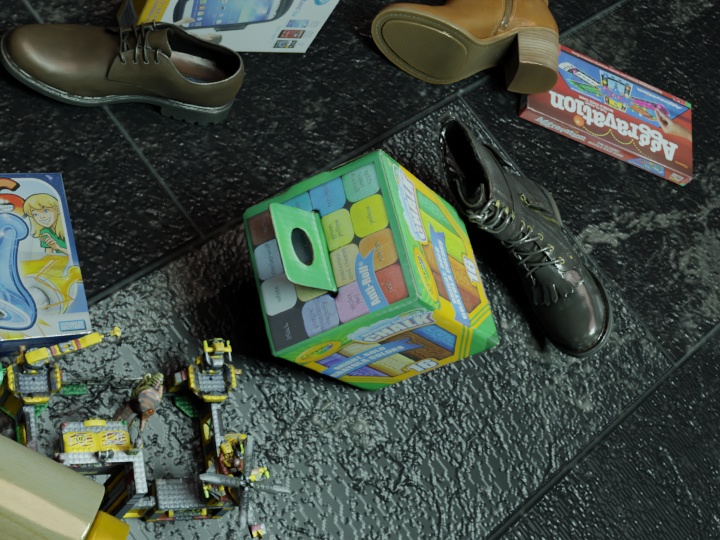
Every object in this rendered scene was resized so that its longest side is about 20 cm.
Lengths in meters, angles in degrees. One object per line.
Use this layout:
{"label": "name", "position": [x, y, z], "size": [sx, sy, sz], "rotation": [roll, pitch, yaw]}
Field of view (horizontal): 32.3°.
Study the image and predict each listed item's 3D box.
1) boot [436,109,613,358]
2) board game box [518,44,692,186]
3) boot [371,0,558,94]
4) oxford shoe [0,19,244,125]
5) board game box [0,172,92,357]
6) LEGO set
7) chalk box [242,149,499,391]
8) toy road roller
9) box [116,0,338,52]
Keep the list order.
{"label": "boot", "position": [0.131, -0.027, 1.057], "size": [0.174, 0.069, 0.200], "rotation": [29, 34, -56]}
{"label": "board game box", "position": [0.256, -0.166, 1.281], "size": [0.200, 0.019, 0.103], "rotation": [20, 57, -17]}
{"label": "boot", "position": [0.100, -0.257, 1.224], "size": [0.200, 0.074, 0.155], "rotation": [14, 51, -20]}
{"label": "oxford shoe", "position": [-0.189, -0.177, 1.008], "size": [0.200, 0.084, 0.073], "rotation": [3, 64, -25]}
{"label": "board game box", "position": [-0.302, -0.002, 0.880], "size": [0.200, 0.034, 0.136], "rotation": [-4, 66, -30]}
{"label": "LEGO set", "position": [-0.150, 0.106, 0.849], "size": [0.200, 0.116, 0.154], "rotation": [10, 60, -24]}
{"label": "chalk box", "position": [0.000, 0.000, 0.928], "size": [0.200, 0.124, 0.125], "rotation": [30, 42, -59]}
{"label": "toy road roller", "position": [-0.237, 0.206, 0.724], "size": [0.123, 0.146, 0.200], "rotation": [30, 59, -12]}
{"label": "box", "position": [-0.096, -0.236, 1.068], "size": [0.200, 0.119, 0.042], "rotation": [-3, 65, -29]}
